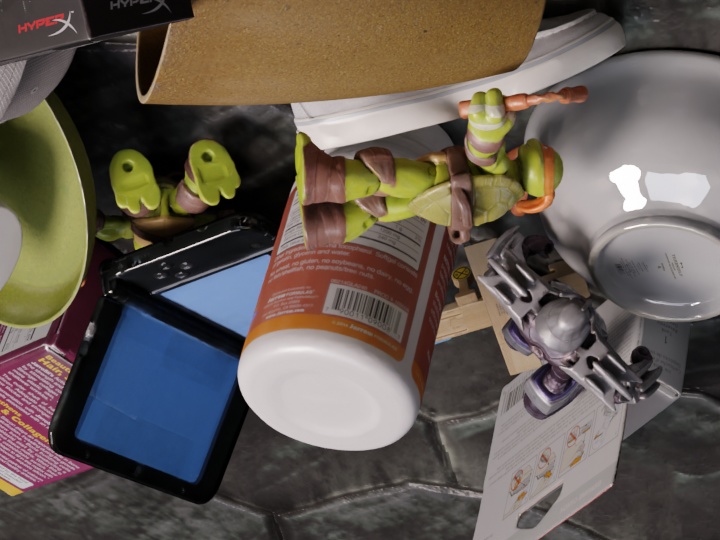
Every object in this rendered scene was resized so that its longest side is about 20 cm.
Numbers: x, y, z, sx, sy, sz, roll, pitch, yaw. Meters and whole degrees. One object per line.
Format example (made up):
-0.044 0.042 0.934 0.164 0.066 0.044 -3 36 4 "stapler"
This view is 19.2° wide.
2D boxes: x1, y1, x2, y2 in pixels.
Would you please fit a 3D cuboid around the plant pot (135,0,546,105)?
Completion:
-0.006 -0.167 1.124 0.199 0.187 0.187 7 146 -12 "plant pot"

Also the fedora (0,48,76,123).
-0.236 -0.142 1.260 0.090 0.178 0.200 0 147 -49 "fedora"

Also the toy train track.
0.055 0.028 1.434 0.199 0.033 0.115 -17 126 7 "toy train track"

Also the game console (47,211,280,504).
-0.089 0.063 1.421 0.175 0.117 0.200 -19 155 23 "game console"

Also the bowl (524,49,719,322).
0.191 -0.033 1.285 0.200 0.091 0.202 9 143 7 "bowl"

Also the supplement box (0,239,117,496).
-0.230 0.074 1.567 0.199 0.104 0.131 -20 131 40 "supplement box"

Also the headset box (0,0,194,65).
-0.175 -0.203 1.029 0.148 0.077 0.201 -6 100 41 "headset box"

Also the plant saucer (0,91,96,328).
-0.233 -0.062 1.374 0.199 0.031 0.201 21 123 37 "plant saucer"

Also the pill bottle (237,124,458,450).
0.000 0.000 1.303 0.111 0.201 0.113 10 144 8 "pill bottle"

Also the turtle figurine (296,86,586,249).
0.046 -0.046 1.197 0.160 0.065 0.200 -7 167 -3 "turtle figurine"

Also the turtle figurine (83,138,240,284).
-0.122 -0.038 1.411 0.198 0.065 0.161 6 160 -10 "turtle figurine"

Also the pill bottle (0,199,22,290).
-0.312 -0.053 1.346 0.200 0.119 0.120 36 153 27 "pill bottle"

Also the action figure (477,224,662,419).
0.122 0.035 1.298 0.131 0.069 0.200 56 174 7 "action figure"

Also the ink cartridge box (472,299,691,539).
0.146 0.114 1.425 0.043 0.174 0.200 25 143 -15 "ink cartridge box"

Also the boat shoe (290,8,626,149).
0.051 -0.126 1.231 0.199 0.072 0.069 -14 101 19 "boat shoe"
